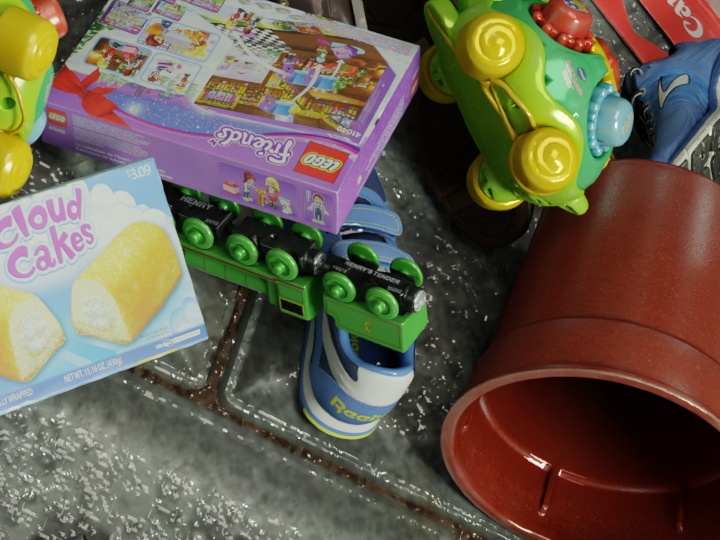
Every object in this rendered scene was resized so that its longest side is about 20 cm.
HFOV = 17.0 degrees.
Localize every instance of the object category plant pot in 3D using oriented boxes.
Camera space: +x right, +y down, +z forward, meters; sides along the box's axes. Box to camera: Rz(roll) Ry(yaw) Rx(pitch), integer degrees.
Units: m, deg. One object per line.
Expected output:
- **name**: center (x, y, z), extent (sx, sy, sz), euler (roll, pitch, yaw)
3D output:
- **plant pot**: center (0.168, 0.049, 1.529), extent (0.200, 0.201, 0.196), euler (29, 51, -15)

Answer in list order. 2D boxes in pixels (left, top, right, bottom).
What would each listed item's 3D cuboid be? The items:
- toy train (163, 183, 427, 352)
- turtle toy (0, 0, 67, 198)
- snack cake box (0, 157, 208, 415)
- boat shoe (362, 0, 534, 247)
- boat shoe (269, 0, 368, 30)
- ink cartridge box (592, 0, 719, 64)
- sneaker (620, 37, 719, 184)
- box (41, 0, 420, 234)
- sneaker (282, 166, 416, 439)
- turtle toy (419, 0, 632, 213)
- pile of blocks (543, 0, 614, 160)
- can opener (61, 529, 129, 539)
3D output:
- **toy train**: center (-0.046, -0.003, 1.451), extent (0.199, 0.057, 0.042), euler (20, 49, 26)
- **turtle toy**: center (-0.228, -0.145, 1.399), extent (0.145, 0.201, 0.101), euler (24, 26, 14)
- **snack cake box**: center (-0.200, 0.017, 1.396), extent (0.199, 0.067, 0.116), euler (-20, 96, -32)
- **boat shoe**: center (0.071, -0.117, 1.606), extent (0.075, 0.074, 0.204), euler (-29, 99, -61)
- **boat shoe**: center (-0.032, -0.182, 1.579), extent (0.059, 0.072, 0.202), euler (-7, 78, -12)
- **ink cartridge box**: center (0.252, -0.219, 1.758), extent (0.176, 0.045, 0.200), euler (-40, 92, -34)
- **sneaker**: center (0.217, -0.095, 1.652), extent (0.088, 0.079, 0.200), euler (6, 35, 21)
- **box**: center (-0.079, -0.108, 1.477), extent (0.198, 0.039, 0.137), euler (18, 50, 14)
- **sneaker**: center (0.000, 0.000, 1.514), extent (0.073, 0.082, 0.202), euler (1, 69, -25)
- **turtle toy**: center (0.101, -0.130, 1.488), extent (0.100, 0.146, 0.201), euler (-25, 92, -12)
- **pile of blocks**: center (0.147, -0.150, 1.663), extent (0.082, 0.062, 0.201), euler (-19, 81, -32)
- **can opener**: center (-0.132, 0.247, 1.374), extent (0.066, 0.053, 0.202), euler (-14, 75, 2)
